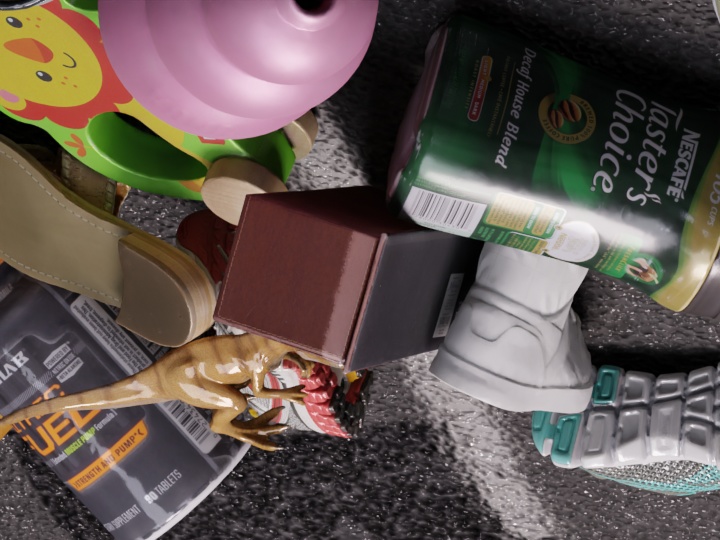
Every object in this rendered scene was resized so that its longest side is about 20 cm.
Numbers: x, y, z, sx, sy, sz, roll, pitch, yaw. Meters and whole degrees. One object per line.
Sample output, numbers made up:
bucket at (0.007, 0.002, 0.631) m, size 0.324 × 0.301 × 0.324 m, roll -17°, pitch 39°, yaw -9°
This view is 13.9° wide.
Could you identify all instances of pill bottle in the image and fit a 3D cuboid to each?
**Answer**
pill bottle at (-0.163, 0.057, 1.718) m, size 0.200 × 0.106 × 0.106 m, roll 48°, pitch 140°, yaw -6°

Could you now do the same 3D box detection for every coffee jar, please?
coffee jar at (0.119, -0.049, 1.478) m, size 0.199 × 0.105 × 0.085 m, roll 18°, pitch 148°, yaw -6°

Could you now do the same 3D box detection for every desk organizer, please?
desk organizer at (0.000, 0.000, 1.525) m, size 0.077 × 0.072 × 0.200 m, roll 18°, pitch -172°, yaw 17°

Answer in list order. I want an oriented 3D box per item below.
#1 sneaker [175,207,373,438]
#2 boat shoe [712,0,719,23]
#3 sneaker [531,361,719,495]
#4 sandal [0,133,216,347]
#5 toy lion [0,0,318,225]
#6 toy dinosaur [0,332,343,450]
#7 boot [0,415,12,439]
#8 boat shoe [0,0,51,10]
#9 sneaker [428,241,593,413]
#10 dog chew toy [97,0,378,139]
sneaker at (-0.064, 0.036, 1.703) m, size 0.082 × 0.078 × 0.200 m, roll 0°, pitch 144°, yaw 25°
boat shoe at (0.219, -0.082, 1.413) m, size 0.072 × 0.062 × 0.200 m, roll -7°, pitch 132°, yaw 31°
sneaker at (0.204, 0.096, 1.707) m, size 0.199 × 0.078 × 0.091 m, roll 5°, pitch 162°, yaw 22°
sandal at (-0.145, -0.030, 1.642) m, size 0.211 × 0.070 × 0.078 m, roll 33°, pitch 132°, yaw 29°
toy lion at (-0.143, -0.108, 1.544) m, size 0.191 × 0.069 × 0.200 m, roll 4°, pitch 147°, yaw 28°
toy dinosaur at (-0.093, 0.058, 1.607) m, size 0.199 × 0.061 × 0.106 m, roll -18°, pitch 147°, yaw 18°
boot at (-0.228, 0.091, 1.790) m, size 0.200 × 0.144 × 0.071 m, roll 6°, pitch 147°, yaw 14°
boat shoe at (-0.101, -0.182, 1.309) m, size 0.076 × 0.060 × 0.200 m, roll 36°, pitch 126°, yaw -20°
sneaker at (0.104, 0.013, 1.602) m, size 0.073 × 0.116 × 0.200 m, roll 24°, pitch -174°, yaw 13°
dog chew toy at (-0.048, -0.122, 1.349) m, size 0.124 × 0.125 × 0.200 m, roll 26°, pitch 175°, yaw -17°
